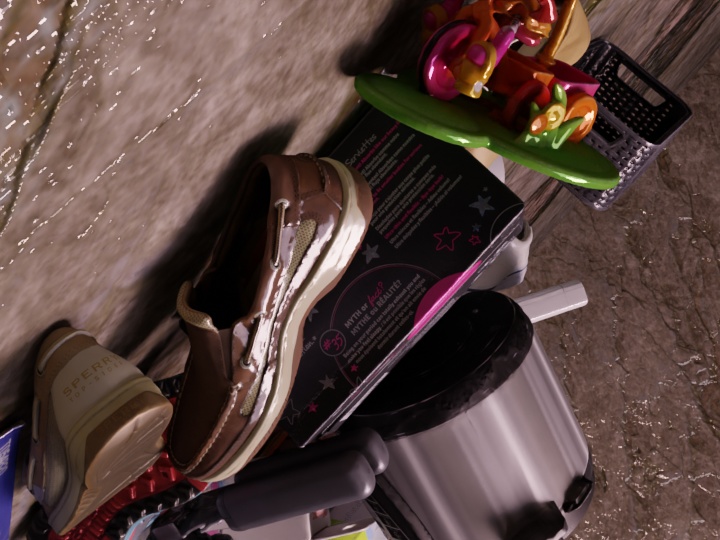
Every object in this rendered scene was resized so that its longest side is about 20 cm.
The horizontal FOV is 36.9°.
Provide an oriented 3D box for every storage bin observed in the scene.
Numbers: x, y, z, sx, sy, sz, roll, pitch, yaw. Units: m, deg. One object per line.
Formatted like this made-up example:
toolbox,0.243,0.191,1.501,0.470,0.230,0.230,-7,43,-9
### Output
storage bin,0.260,-0.161,1.164,0.094,0.135,0.200,-54,169,31

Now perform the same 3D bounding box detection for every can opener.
can opener,-0.063,0.164,0.729,0.199,0.067,0.053,-21,-165,29

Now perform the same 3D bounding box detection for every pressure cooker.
pressure cooker,0.086,0.139,0.833,0.178,0.201,0.176,-15,-155,32

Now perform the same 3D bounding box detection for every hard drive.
hard drive,0.097,0.055,1.007,0.199,0.027,0.132,-18,176,-10

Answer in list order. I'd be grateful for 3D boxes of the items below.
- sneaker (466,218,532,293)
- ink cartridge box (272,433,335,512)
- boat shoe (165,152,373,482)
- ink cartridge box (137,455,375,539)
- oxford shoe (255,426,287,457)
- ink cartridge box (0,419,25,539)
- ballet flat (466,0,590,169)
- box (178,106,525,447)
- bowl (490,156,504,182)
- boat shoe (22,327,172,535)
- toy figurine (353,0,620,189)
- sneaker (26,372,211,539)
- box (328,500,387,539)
sneaker,0.108,-0.013,1.039,0.200,0.073,0.071,-24,126,-60
ink cartridge box,-0.069,0.210,1.001,0.144,0.084,0.201,-7,-138,43
boat shoe,-0.072,0.025,0.592,0.075,0.075,0.203,12,109,-42
ink cartridge box,-0.091,0.182,0.846,0.198,0.068,0.116,-8,172,4
oxford shoe,-0.101,0.129,0.974,0.200,0.072,0.071,-39,-145,18
ink cartridge box,-0.249,0.190,0.567,0.200,0.041,0.200,-42,169,-35
ballet flat,0.095,-0.136,0.795,0.200,0.068,0.063,-50,148,-16
box,0.000,0.000,0.708,0.200,0.115,0.132,-46,172,2
bowl,0.058,-0.036,0.900,0.201,0.090,0.201,-47,171,-9
boat shoe,-0.152,0.091,0.590,0.073,0.063,0.201,-38,172,-26
toy figurine,0.106,-0.164,0.613,0.199,0.150,0.185,2,119,-46
sneaker,-0.146,0.126,0.729,0.200,0.079,0.096,-43,-177,21
box,0.018,0.242,0.954,0.200,0.047,0.123,-42,128,-45
